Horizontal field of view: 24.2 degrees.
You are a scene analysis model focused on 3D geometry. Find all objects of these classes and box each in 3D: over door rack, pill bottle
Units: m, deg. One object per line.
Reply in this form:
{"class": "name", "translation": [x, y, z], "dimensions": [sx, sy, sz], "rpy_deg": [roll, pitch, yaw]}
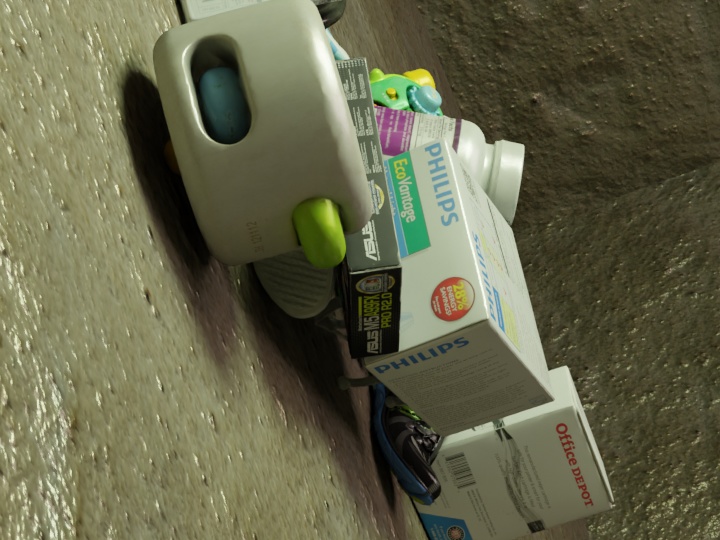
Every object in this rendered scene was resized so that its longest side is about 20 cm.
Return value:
{"class": "over door rack", "translation": [-0.014, 0.029, 1.593], "dimensions": [0.200, 0.066, 0.148], "rpy_deg": [50, 23, -52]}
{"class": "pill bottle", "translation": [0.060, -0.101, 1.676], "dimensions": [0.112, 0.199, 0.113], "rpy_deg": [10, 90, -89]}

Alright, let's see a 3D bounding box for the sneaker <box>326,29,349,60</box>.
{"class": "sneaker", "translation": [-0.062, -0.273, 1.866], "dimensions": [0.131, 0.079, 0.200], "rpy_deg": [-98, 167, -45]}

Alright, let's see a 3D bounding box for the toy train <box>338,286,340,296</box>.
{"class": "toy train", "translation": [0.000, 0.000, 1.753], "dimensions": [0.042, 0.056, 0.201], "rpy_deg": [27, 44, -77]}

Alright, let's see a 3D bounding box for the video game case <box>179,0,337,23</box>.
{"class": "video game case", "translation": [-0.092, -0.325, 1.501], "dimensions": [0.023, 0.181, 0.201], "rpy_deg": [122, -47, -70]}

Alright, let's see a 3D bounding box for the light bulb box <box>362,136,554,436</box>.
{"class": "light bulb box", "translation": [0.076, 0.020, 1.552], "dimensions": [0.200, 0.124, 0.199], "rpy_deg": [46, 28, -56]}

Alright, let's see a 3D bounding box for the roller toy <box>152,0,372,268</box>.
{"class": "roller toy", "translation": [-0.078, -0.102, 1.244], "dimensions": [0.200, 0.139, 0.183], "rpy_deg": [-107, -178, -67]}

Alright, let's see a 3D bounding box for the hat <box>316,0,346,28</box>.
{"class": "hat", "translation": [-0.063, -0.251, 1.550], "dimensions": [0.200, 0.081, 0.202], "rpy_deg": [-4, 95, -56]}

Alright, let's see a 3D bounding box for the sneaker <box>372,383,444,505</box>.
{"class": "sneaker", "translation": [0.059, 0.155, 1.708], "dimensions": [0.200, 0.082, 0.071], "rpy_deg": [-95, 163, -55]}

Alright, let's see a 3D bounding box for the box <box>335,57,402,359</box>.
{"class": "box", "translation": [-0.002, -0.050, 1.404], "dimensions": [0.160, 0.044, 0.201], "rpy_deg": [89, -7, -63]}

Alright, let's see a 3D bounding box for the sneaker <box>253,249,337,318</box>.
{"class": "sneaker", "translation": [-0.057, -0.043, 1.466], "dimensions": [0.114, 0.072, 0.202], "rpy_deg": [56, 18, -69]}

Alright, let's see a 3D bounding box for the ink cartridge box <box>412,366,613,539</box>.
{"class": "ink cartridge box", "translation": [0.153, 0.206, 1.789], "dimensions": [0.084, 0.199, 0.145], "rpy_deg": [-90, 159, -60]}

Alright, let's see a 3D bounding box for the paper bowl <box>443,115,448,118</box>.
{"class": "paper bowl", "translation": [0.066, -0.081, 1.992], "dimensions": [0.200, 0.104, 0.202], "rpy_deg": [15, 63, -33]}

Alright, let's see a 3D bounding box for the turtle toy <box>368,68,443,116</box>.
{"class": "turtle toy", "translation": [0.043, -0.120, 1.801], "dimensions": [0.101, 0.145, 0.201], "rpy_deg": [22, -49, 63]}
